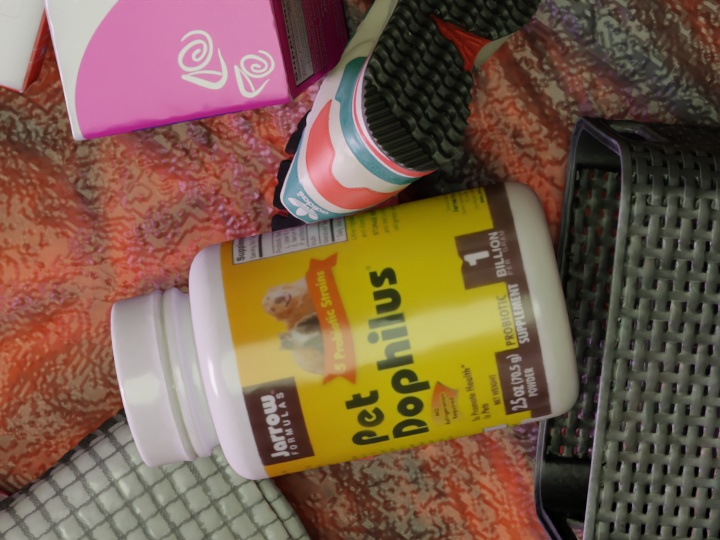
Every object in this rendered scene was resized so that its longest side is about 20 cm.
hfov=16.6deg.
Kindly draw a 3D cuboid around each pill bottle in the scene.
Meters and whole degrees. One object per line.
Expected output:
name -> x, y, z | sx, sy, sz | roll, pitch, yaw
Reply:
pill bottle -> -0.007, 0.031, 1.115 | 0.199, 0.109, 0.110 | -12, 98, 2

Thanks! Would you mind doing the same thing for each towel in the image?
towel -> -0.097, 0.177, 1.215 | 0.165, 0.086, 0.200 | -37, 98, -17

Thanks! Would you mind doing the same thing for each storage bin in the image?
storage bin -> 0.144, 0.036, 1.147 | 0.093, 0.135, 0.201 | 5, 100, -6

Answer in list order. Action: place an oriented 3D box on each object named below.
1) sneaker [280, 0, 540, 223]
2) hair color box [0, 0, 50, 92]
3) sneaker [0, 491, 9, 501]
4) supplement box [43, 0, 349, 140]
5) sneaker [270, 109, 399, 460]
sneaker -> 0.016, -0.095, 1.139 | 0.070, 0.200, 0.093 | 43, 130, -15
hair color box -> -0.174, -0.194, 1.146 | 0.101, 0.061, 0.201 | 17, 100, -4
sneaker -> -0.198, 0.211, 1.254 | 0.081, 0.088, 0.201 | 1, 99, 7
supplement box -> -0.072, -0.128, 1.123 | 0.101, 0.200, 0.104 | -9, 98, 9
sneaker -> 0.000, 0.000, 1.214 | 0.086, 0.074, 0.201 | 9, 98, -19
